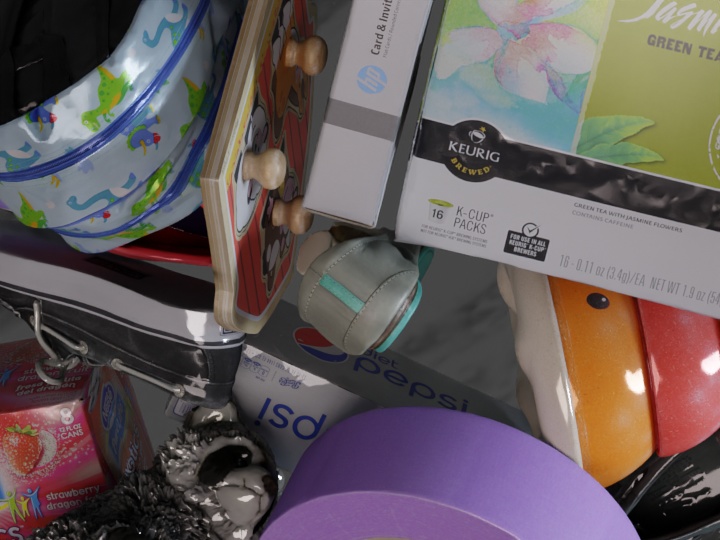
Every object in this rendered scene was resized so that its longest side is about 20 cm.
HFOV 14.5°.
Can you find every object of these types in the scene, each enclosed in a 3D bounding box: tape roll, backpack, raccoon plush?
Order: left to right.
[{"bbox_3d":[-0.127,-0.106,1.394,0.163,0.200,0.154,-19,110,17],"label":"backpack"},{"bbox_3d":[-0.134,0.129,1.493,0.199,0.134,0.097,3,133,24],"label":"raccoon plush"},{"bbox_3d":[0.046,0.164,1.457,0.200,0.066,0.200,13,135,14],"label":"tape roll"}]

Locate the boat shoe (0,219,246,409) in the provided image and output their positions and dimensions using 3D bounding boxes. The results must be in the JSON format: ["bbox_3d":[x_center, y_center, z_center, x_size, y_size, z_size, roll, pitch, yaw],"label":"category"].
[{"bbox_3d":[-0.146,0.024,1.503,0.199,0.074,0.068,16,108,24],"label":"boat shoe"}]

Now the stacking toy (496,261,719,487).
[{"bbox_3d":[0.178,0.035,1.468,0.199,0.146,0.147,-11,114,0],"label":"stacking toy"}]

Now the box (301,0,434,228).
[{"bbox_3d":[0.020,-0.143,1.380,0.041,0.156,0.200,15,118,0],"label":"box"}]

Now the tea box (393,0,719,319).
[{"bbox_3d":[0.136,-0.102,1.394,0.199,0.134,0.197,13,116,2],"label":"tea box"}]

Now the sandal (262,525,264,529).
[{"bbox_3d":[-0.080,0.182,1.610,0.048,0.075,0.201,-4,126,-17],"label":"sandal"}]

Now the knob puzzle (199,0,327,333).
[{"bbox_3d":[-0.038,-0.055,1.419,0.030,0.220,0.220,7,117,9],"label":"knob puzzle"}]

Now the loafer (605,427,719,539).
[{"bbox_3d":[0.214,0.096,1.513,0.200,0.070,0.068,-31,106,21],"label":"loafer"}]

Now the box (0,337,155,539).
[{"bbox_3d":[-0.224,0.107,1.572,0.199,0.096,0.100,-10,114,13],"label":"box"}]

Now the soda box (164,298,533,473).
[{"bbox_3d":[-0.001,0.081,1.540,0.200,0.068,0.064,24,116,-4],"label":"soda box"}]

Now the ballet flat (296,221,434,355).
[{"bbox_3d":[0.000,0.000,1.439,0.064,0.200,0.067,34,95,0],"label":"ballet flat"}]

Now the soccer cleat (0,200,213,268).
[{"bbox_3d":[-0.151,-0.047,1.498,0.199,0.073,0.068,14,118,3],"label":"soccer cleat"}]
